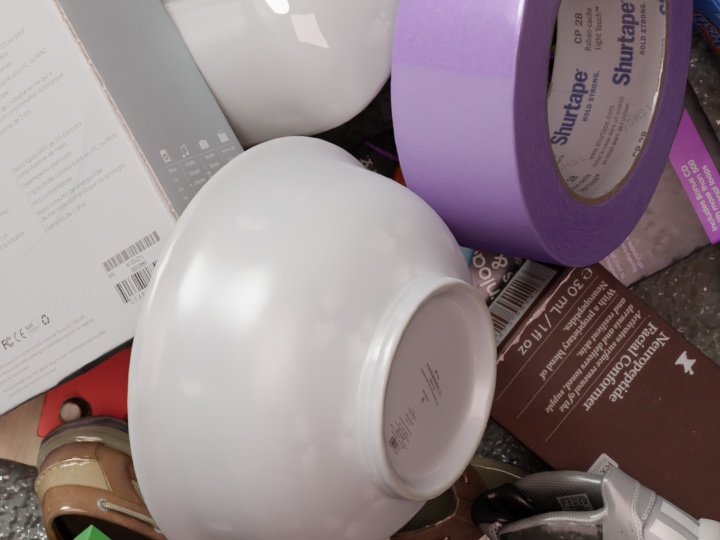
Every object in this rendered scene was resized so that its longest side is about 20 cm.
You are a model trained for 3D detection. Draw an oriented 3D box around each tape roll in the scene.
[{"bbox_3d":[0.094,-0.105,0.775,0.066,0.200,0.200,12,85,31],"label":"tape roll"}]

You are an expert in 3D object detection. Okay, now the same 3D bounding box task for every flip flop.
[{"bbox_3d":[0.029,0.123,0.873,0.200,0.058,0.081,27,85,-3],"label":"flip flop"}]

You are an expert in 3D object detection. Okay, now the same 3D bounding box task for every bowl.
[{"bbox_3d":[-0.002,0.044,0.695,0.090,0.201,0.201,9,86,34],"label":"bowl"},{"bbox_3d":[-0.046,-0.161,0.794,0.075,0.200,0.200,40,64,-37],"label":"bowl"}]

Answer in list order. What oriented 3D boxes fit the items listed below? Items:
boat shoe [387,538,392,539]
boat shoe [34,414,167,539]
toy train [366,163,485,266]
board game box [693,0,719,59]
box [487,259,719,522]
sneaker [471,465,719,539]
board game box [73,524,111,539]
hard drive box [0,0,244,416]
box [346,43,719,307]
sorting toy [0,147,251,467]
[{"bbox_3d":[0.007,0.176,0.845,0.073,0.063,0.200,-15,115,28],"label":"boat shoe"},{"bbox_3d":[-0.096,0.161,0.824,0.076,0.072,0.200,-34,118,24],"label":"boat shoe"},{"bbox_3d":[0.000,0.000,0.821,0.150,0.056,0.200,24,68,5],"label":"toy train"},{"bbox_3d":[0.257,-0.171,0.881,0.152,0.045,0.200,-46,113,-6],"label":"board game box"},{"bbox_3d":[0.149,0.083,0.859,0.200,0.075,0.100,39,89,-15],"label":"box"},{"bbox_3d":[0.092,0.167,0.835,0.115,0.075,0.200,37,121,-5],"label":"sneaker"},{"bbox_3d":[-0.153,0.229,0.805,0.200,0.029,0.135,-40,109,21],"label":"board game box"},{"bbox_3d":[-0.149,-0.056,0.748,0.156,0.077,0.200,-28,91,32],"label":"hard drive box"},{"bbox_3d":[0.105,-0.046,0.899,0.200,0.036,0.143,-28,90,-4],"label":"box"},{"bbox_3d":[-0.169,0.005,0.855,0.199,0.070,0.200,14,87,-4],"label":"sorting toy"}]
